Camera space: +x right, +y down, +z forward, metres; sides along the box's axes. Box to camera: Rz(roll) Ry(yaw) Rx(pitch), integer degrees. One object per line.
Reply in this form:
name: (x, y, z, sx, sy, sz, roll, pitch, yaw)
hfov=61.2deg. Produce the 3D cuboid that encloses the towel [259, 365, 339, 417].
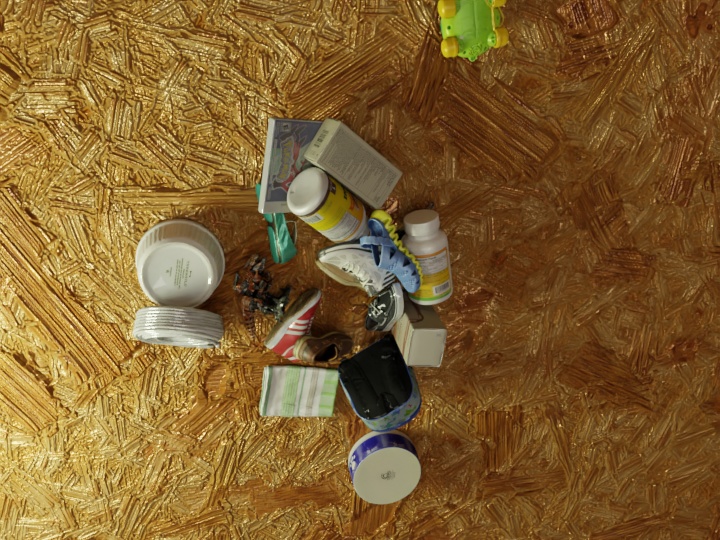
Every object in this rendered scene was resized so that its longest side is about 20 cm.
towel: (-0.159, 0.319, 1.584, 0.196, 0.031, 0.152, 5, 112, -13)

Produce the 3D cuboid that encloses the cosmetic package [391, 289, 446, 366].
cosmetic package: (0.132, 0.135, 1.469, 0.086, 0.200, 0.105, 3, 113, -13)

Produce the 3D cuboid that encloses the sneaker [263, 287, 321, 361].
sneaker: (-0.135, 0.140, 1.489, 0.112, 0.072, 0.200, 38, 109, -19)

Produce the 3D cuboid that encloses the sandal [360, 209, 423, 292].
sandal: (0.063, -0.030, 1.354, 0.087, 0.079, 0.201, -40, 99, -30)

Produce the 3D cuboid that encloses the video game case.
video game case: (-0.129, -0.224, 1.317, 0.180, 0.023, 0.203, -8, 117, -40)

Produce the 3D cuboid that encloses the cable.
cable: (-0.405, 0.126, 1.366, 0.196, 0.200, 0.071, 6, 75, -16)

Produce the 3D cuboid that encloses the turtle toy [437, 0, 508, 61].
turtle toy: (0.221, -0.537, 1.254, 0.143, 0.101, 0.203, -12, 114, -5)

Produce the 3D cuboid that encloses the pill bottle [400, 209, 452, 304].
pill bottle: (0.153, -0.033, 1.421, 0.109, 0.111, 0.203, -13, 117, -5)

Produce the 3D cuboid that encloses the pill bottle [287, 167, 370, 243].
pill bottle: (-0.062, -0.132, 1.336, 0.109, 0.110, 0.199, -45, 138, 10)

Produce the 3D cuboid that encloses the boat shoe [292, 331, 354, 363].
boat shoe: (-0.077, 0.195, 1.478, 0.199, 0.067, 0.073, 2, 108, -54)

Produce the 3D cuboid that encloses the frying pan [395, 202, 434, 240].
frying pan: (0.102, -0.081, 1.464, 0.113, 0.031, 0.193, 6, 108, -15)

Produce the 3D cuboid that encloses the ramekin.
ramekin: (-0.405, -0.006, 1.361, 0.198, 0.094, 0.206, -4, 113, -9)

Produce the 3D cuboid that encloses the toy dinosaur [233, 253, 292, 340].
toy dinosaur: (-0.237, 0.063, 1.442, 0.133, 0.103, 0.202, 12, 129, 0)

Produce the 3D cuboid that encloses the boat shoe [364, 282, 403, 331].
boat shoe: (0.052, 0.094, 1.464, 0.067, 0.073, 0.201, -8, 156, -17)

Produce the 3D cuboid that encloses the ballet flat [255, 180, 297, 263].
ballet flat: (-0.184, -0.116, 1.383, 0.070, 0.067, 0.203, -24, 118, -27)

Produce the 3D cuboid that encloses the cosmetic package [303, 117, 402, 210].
cosmetic package: (-0.015, -0.230, 1.323, 0.199, 0.073, 0.104, 34, 91, -36)

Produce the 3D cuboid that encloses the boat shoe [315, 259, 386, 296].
boat shoe: (-0.015, 0.001, 1.459, 0.198, 0.071, 0.065, 22, 103, -30)

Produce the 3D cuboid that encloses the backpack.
backpack: (0.059, 0.299, 1.526, 0.181, 0.201, 0.148, -28, 135, 0)

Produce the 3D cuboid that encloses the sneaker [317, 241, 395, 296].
sneaker: (0.000, 0.000, 1.383, 0.197, 0.075, 0.118, 0, 78, -27)

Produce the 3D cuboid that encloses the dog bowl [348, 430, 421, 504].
dog bowl: (0.067, 0.549, 1.701, 0.196, 0.079, 0.204, -4, 113, -10)
